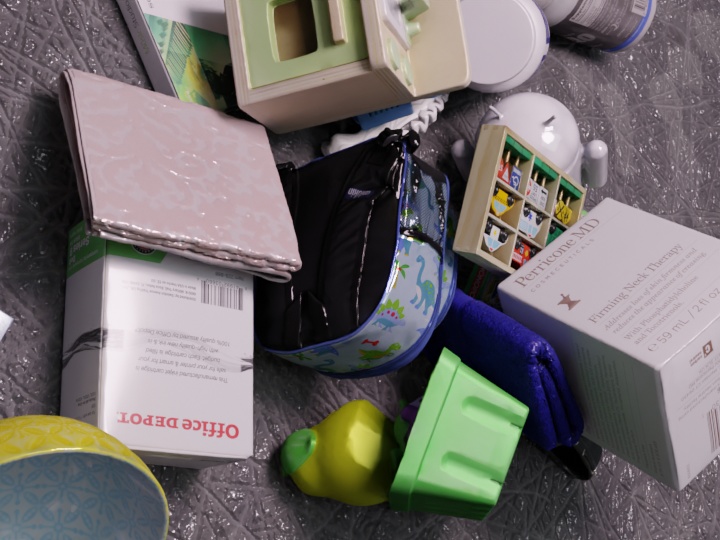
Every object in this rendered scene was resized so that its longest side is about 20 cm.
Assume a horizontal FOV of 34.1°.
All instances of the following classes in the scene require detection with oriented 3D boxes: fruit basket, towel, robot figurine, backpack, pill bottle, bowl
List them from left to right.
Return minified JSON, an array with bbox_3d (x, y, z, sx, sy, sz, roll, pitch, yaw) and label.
[{"bbox_3d":[-0.252,0.173,0.859,0.200,0.200,0.108,10,26,-37],"label":"bowl"},{"bbox_3d":[-0.154,-0.082,1.006,0.200,0.032,0.191,14,42,-34],"label":"towel"},{"bbox_3d":[0.000,0.000,1.090,0.147,0.183,0.200,34,53,-42],"label":"backpack"},{"bbox_3d":[0.037,0.156,1.083,0.216,0.216,0.156,31,73,-29],"label":"fruit basket"},{"bbox_3d":[0.121,0.087,1.142,0.050,0.200,0.148,-41,128,-15],"label":"towel"},{"bbox_3d":[0.147,-0.254,1.284,0.116,0.116,0.200,63,14,-5],"label":"pill bottle"},{"bbox_3d":[0.187,-0.119,1.296,0.200,0.170,0.113,66,27,-60],"label":"robot figurine"},{"bbox_3d":[0.266,-0.350,1.473,0.200,0.114,0.114,9,70,-37],"label":"pill bottle"}]

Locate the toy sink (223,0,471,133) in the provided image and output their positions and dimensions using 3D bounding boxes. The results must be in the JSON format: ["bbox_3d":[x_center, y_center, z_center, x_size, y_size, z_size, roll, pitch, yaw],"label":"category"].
[{"bbox_3d":[-0.013,-0.220,1.079,0.112,0.200,0.130,26,54,-71],"label":"toy sink"}]

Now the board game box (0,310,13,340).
[{"bbox_3d":[-0.385,0.065,0.842,0.200,0.043,0.199,38,54,-24],"label":"board game box"}]

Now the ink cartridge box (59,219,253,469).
[{"bbox_3d":[-0.171,0.061,0.993,0.146,0.084,0.200,13,67,-37],"label":"ink cartridge box"}]

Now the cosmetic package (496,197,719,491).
[{"bbox_3d":[0.268,0.065,1.118,0.167,0.200,0.166,-37,129,-22],"label":"cosmetic package"}]

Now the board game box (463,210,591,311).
[{"bbox_3d":[0.203,-0.003,1.305,0.200,0.135,0.029,-3,34,-40],"label":"board game box"}]

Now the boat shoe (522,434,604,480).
[{"bbox_3d":[0.205,0.168,1.270,0.200,0.069,0.057,37,61,-38],"label":"boat shoe"}]

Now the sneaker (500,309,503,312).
[{"bbox_3d":[0.236,0.077,1.276,0.200,0.115,0.076,19,67,-52],"label":"sneaker"}]

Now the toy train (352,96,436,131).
[{"bbox_3d":[0.020,-0.238,1.211,0.087,0.114,0.200,68,4,-49],"label":"toy train"}]

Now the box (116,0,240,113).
[{"bbox_3d":[-0.130,-0.231,1.157,0.200,0.036,0.144,-24,91,-40],"label":"box"}]

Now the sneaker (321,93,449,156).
[{"bbox_3d":[0.030,-0.163,1.247,0.081,0.075,0.200,42,52,-10],"label":"sneaker"}]

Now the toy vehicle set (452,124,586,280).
[{"bbox_3d":[0.161,-0.052,1.158,0.200,0.027,0.124,24,77,-54],"label":"toy vehicle set"}]
